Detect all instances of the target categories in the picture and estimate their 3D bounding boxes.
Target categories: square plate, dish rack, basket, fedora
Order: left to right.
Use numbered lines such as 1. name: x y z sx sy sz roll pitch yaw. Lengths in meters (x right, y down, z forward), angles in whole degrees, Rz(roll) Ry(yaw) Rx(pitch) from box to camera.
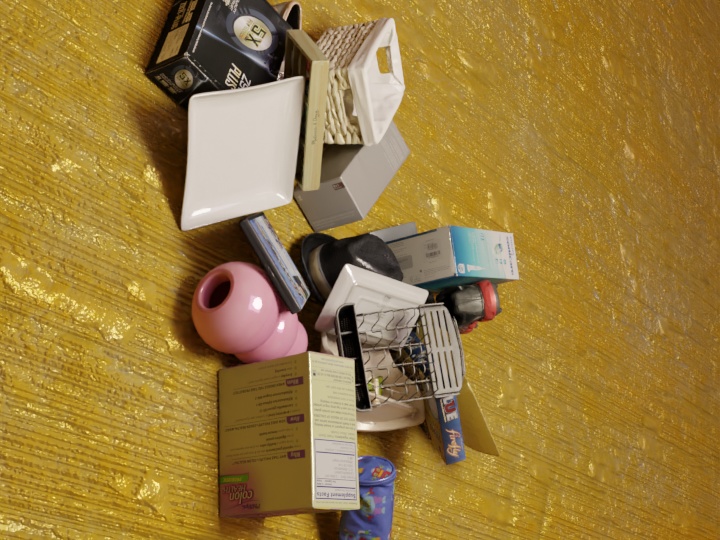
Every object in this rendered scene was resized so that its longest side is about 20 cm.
1. square plate: -0.168 -0.168 1.607 0.199 0.028 0.200 -18 129 -39
2. basket: -0.016 -0.297 1.818 0.201 0.122 0.137 -67 151 -53
3. fedora: 0.000 0.000 1.773 0.200 0.091 0.202 41 28 -28
4. dish rack: 0.060 0.119 1.658 0.197 0.055 0.156 -5 78 -19

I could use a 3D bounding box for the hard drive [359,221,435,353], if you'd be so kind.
1. hard drive: 0.069 0.027 1.945 0.139 0.033 0.203 -16 92 -53

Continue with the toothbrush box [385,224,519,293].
1. toothbrush box: 0.150 -0.014 1.916 0.199 0.145 0.087 5 75 -51

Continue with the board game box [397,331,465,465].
1. board game box: 0.108 0.197 1.810 0.034 0.200 0.137 -15 112 -10

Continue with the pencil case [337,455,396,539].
1. pencil case: 0.004 0.370 1.669 0.078 0.086 0.203 -71 166 -73

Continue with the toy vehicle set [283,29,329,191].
1. toy vehicle set: -0.084 -0.235 1.691 0.026 0.124 0.202 -6 122 -20

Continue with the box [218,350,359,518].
1. box: -0.098 0.224 1.549 0.096 0.175 0.203 16 67 -48

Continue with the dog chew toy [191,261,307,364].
1. dog chew toy: -0.143 0.074 1.592 0.200 0.123 0.126 43 48 -46

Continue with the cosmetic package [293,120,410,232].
1. cosmetic package: -0.013 -0.157 1.838 0.091 0.106 0.201 56 43 -25

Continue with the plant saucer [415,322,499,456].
1. plant saucer: 0.150 0.191 1.901 0.201 0.048 0.201 -115 179 -48

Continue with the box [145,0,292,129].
1. box: -0.199 -0.318 1.662 0.164 0.085 0.202 43 48 -37

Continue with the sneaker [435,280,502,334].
1. sneaker: 0.160 0.066 1.924 0.097 0.200 0.072 -7 79 -15

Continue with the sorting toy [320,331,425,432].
1. sorting toy: -0.009 0.142 1.764 0.199 0.106 0.182 23 52 -42

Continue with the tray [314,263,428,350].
1. tray: 0.025 0.062 1.727 0.199 0.022 0.108 18 100 -47

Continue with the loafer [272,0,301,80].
1. loafer: -0.120 -0.323 1.784 0.071 0.062 0.203 14 68 -48

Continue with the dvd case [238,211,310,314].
1. dvd case: -0.118 -0.015 1.620 0.144 0.017 0.200 59 4 -4
